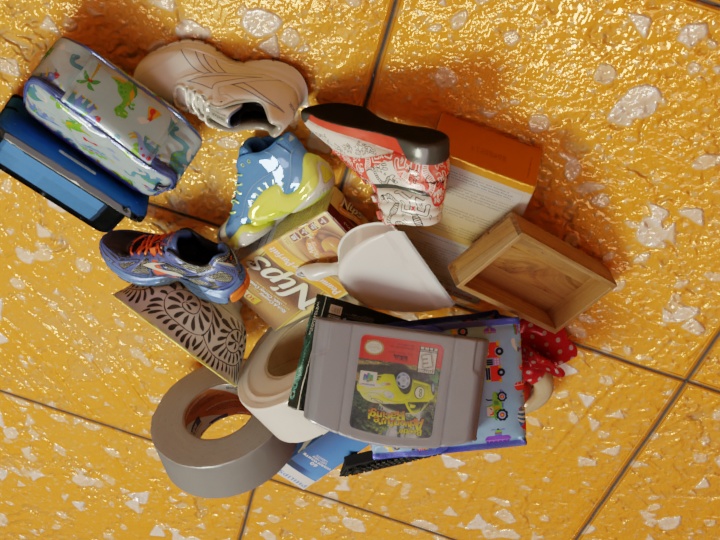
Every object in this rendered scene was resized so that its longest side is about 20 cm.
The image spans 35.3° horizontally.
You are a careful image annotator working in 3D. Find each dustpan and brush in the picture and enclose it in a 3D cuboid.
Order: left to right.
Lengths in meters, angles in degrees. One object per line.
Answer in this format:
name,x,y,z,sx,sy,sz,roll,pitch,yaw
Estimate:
dustpan and brush,0.000,0.000,1.323,0.199,0.058,0.140,-14,131,30

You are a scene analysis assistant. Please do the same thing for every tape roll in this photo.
tape roll,-0.186,0.215,1.565,0.199,0.201,0.067,0,131,17
tape roll,-0.060,0.117,1.433,0.201,0.203,0.071,-23,122,33

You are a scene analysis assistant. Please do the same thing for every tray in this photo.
tray,0.199,0.005,1.296,0.099,0.037,0.199,-41,138,24

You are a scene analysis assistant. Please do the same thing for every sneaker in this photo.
sneaker,-0.230,-0.023,1.391,0.198,0.076,0.079,11,141,14
sneaker,-0.161,-0.198,1.248,0.198,0.087,0.075,9,136,10
sneaker,-0.120,-0.103,1.350,0.199,0.076,0.105,-29,101,36
sneaker,0.011,-0.112,1.229,0.200,0.067,0.109,22,123,37

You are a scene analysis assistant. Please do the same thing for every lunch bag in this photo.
lunch bag,-0.283,-0.167,1.284,0.199,0.083,0.161,36,166,-17
lunch bag,0.085,0.134,1.328,0.198,0.094,0.152,-6,94,-12

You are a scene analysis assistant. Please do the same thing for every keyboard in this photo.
keyboard,0.072,0.247,1.560,0.198,0.021,0.127,-12,154,-13

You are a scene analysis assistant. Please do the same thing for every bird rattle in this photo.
bird rattle,0.188,0.131,1.473,0.199,0.113,0.163,-18,138,14

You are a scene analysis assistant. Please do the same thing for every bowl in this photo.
bowl,-0.216,0.055,1.474,0.200,0.094,0.201,35,172,5

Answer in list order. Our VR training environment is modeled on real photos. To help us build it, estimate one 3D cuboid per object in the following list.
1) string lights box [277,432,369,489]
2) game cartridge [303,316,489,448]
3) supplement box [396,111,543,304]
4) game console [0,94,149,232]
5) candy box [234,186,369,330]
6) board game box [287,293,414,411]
string lights box,-0.035,0.217,1.589,0.059,0.103,0.200,34,132,-18
game cartridge,0.039,0.130,1.273,0.198,0.041,0.134,7,95,-3
supplement box,0.114,-0.067,1.296,0.125,0.074,0.201,20,135,-1
game console,-0.368,-0.106,1.374,0.199,0.171,0.119,33,107,-20
candy box,-0.071,-0.011,1.418,0.199,0.056,0.115,-28,118,34
board game box,0.017,0.118,1.347,0.199,0.136,0.028,18,176,-32
